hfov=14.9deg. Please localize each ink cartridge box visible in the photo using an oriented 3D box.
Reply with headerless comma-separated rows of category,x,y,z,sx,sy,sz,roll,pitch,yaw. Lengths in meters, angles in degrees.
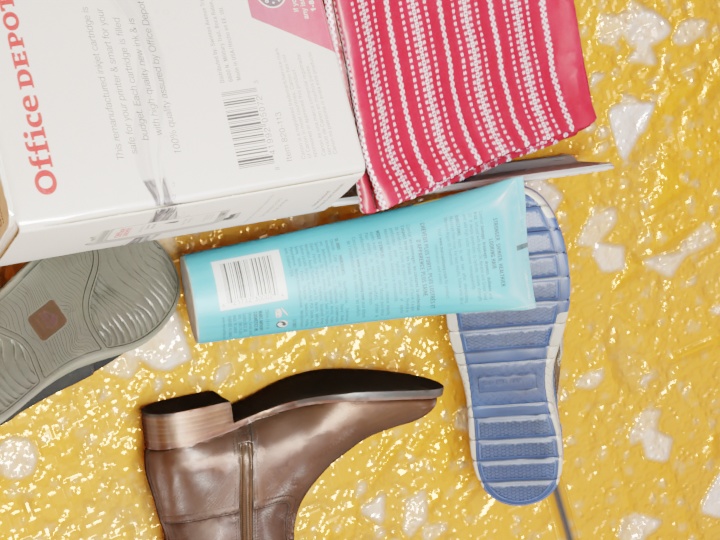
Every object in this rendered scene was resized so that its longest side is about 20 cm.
ink cartridge box,-0.116,-0.095,1.491,0.200,0.083,0.147,-10,78,-21

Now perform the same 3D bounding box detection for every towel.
towel,0.060,-0.125,1.577,0.200,0.022,0.145,-23,108,-44

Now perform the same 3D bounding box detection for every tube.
tube,0.000,0.000,1.558,0.200,0.050,0.078,-9,109,-8

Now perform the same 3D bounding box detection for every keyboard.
keyboard,0.048,-0.050,1.611,0.200,0.056,0.011,-8,102,-22

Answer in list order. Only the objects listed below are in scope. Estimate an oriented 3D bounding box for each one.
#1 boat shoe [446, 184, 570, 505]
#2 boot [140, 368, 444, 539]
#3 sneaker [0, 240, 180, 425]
boat shoe,0.086,0.036,1.634,0.072,0.072,0.200,0,112,1
boot,-0.034,0.165,1.615,0.186,0.064,0.200,-8,101,-8
sneaker,-0.194,0.041,1.526,0.200,0.106,0.075,-32,92,-44
